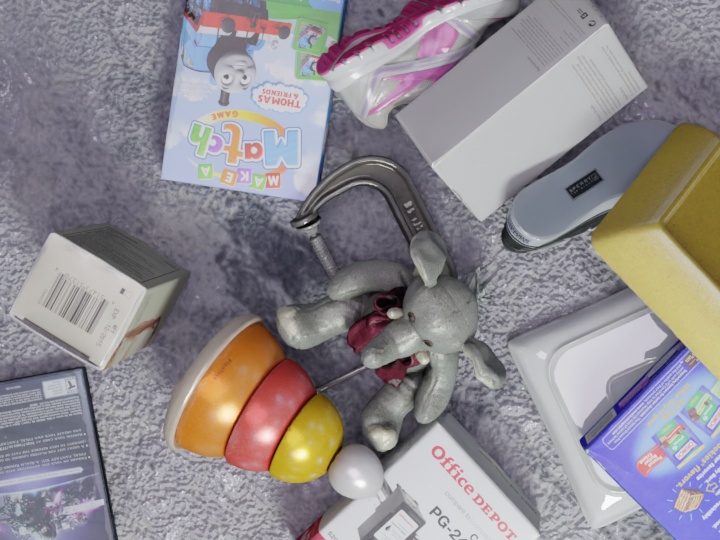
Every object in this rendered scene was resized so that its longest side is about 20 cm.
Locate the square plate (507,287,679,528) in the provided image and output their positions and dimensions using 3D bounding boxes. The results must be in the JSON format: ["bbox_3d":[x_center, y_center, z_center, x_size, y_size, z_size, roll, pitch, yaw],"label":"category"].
[{"bbox_3d":[0.267,0.117,1.634,0.199,0.028,0.199,-25,91,6],"label":"square plate"}]

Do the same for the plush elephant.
[{"bbox_3d":[0.046,0.053,1.554,0.199,0.155,0.165,-32,89,-6],"label":"plush elephant"}]

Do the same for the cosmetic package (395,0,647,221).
[{"bbox_3d":[0.146,-0.153,1.578,0.200,0.108,0.085,-37,50,6],"label":"cosmetic package"}]

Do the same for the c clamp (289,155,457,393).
[{"bbox_3d":[0.000,0.000,1.636,0.170,0.027,0.201,-21,104,1],"label":"c clamp"}]

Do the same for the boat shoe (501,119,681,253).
[{"bbox_3d":[0.217,-0.071,1.607,0.199,0.068,0.074,-33,79,-18],"label":"boat shoe"}]

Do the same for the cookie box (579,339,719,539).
[{"bbox_3d":[0.328,0.170,1.580,0.200,0.075,0.171,45,95,1],"label":"cookie box"}]

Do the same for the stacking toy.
[{"bbox_3d":[-0.067,0.148,1.591,0.200,0.146,0.147,34,96,12],"label":"stacking toy"}]

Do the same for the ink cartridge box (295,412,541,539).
[{"bbox_3d":[0.051,0.250,1.632,0.200,0.083,0.145,-43,89,6],"label":"ink cartridge box"}]

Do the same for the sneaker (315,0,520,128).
[{"bbox_3d":[0.062,-0.200,1.612,0.199,0.081,0.089,-28,113,-1],"label":"sneaker"}]

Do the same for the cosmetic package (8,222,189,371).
[{"bbox_3d":[-0.233,0.020,1.585,0.103,0.200,0.088,30,96,4],"label":"cosmetic package"}]

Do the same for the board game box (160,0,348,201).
[{"bbox_3d":[-0.100,-0.174,1.644,0.150,0.037,0.201,9,95,3],"label":"board game box"}]

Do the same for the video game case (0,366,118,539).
[{"bbox_3d":[-0.318,0.204,1.694,0.142,0.019,0.201,-10,93,6],"label":"video game case"}]

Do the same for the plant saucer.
[{"bbox_3d":[0.325,-0.020,1.543,0.200,0.048,0.200,45,52,-3],"label":"plant saucer"}]
